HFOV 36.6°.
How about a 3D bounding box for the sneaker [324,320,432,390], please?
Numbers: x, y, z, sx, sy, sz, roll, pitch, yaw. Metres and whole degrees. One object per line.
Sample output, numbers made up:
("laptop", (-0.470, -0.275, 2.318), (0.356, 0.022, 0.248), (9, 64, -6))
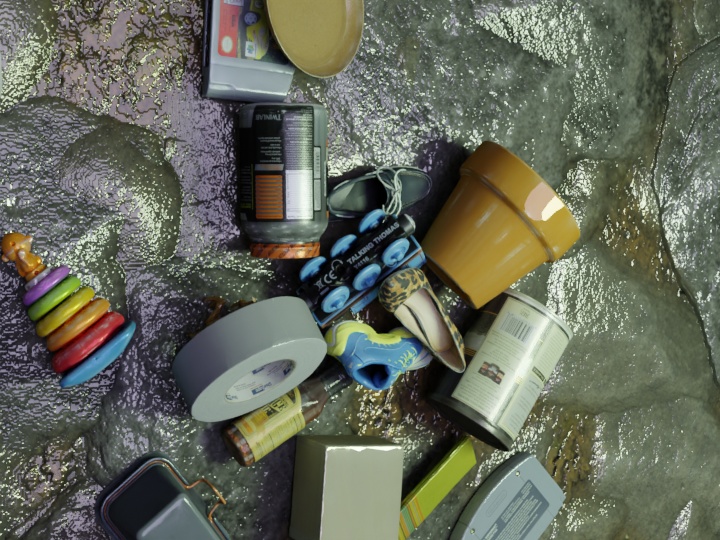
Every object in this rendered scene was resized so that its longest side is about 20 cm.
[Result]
("sneaker", (0.039, 0.136, 1.557), (0.197, 0.106, 0.076), (10, 125, -37))

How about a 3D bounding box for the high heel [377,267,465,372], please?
("high heel", (0.094, 0.073, 1.527), (0.071, 0.200, 0.144), (-37, 72, 7))

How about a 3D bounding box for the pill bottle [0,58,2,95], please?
("pill bottle", (-0.518, -0.239, 1.239), (0.197, 0.112, 0.115), (-9, 99, -27))

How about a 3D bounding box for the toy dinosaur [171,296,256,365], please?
("toy dinosaur", (-0.174, 0.072, 1.442), (0.060, 0.107, 0.200), (31, 123, -23))

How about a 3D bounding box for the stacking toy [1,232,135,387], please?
("stacking toy", (-0.379, 0.037, 1.356), (0.116, 0.110, 0.201), (-38, 99, -7))

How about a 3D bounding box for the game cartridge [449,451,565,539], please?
("game cartridge", (0.232, 0.395, 1.739), (0.200, 0.041, 0.134), (-47, 109, -16))

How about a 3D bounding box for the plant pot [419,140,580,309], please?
("plant pot", (0.188, -0.052, 1.592), (0.183, 0.200, 0.200), (-45, 113, -4))

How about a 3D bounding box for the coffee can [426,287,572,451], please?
("coffee can", (0.211, 0.147, 1.640), (0.146, 0.146, 0.202), (38, 77, -25))

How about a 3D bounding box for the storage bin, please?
("storage bin", (-0.231, 0.352, 1.434), (0.145, 0.134, 0.202), (-40, 112, -18))

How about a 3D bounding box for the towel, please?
("towel", (0.102, 0.340, 1.658), (0.200, 0.018, 0.087), (-43, 146, -19))

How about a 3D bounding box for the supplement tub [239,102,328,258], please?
("supplement tub", (-0.103, -0.121, 1.464), (0.120, 0.122, 0.204), (-2, 96, -27))

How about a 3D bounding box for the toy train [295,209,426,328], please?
("toy train", (0.000, 0.000, 1.530), (0.199, 0.087, 0.114), (-39, 154, -2))

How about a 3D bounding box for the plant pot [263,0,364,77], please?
("plant pot", (-0.067, -0.364, 1.480), (0.198, 0.027, 0.205), (-2, 92, -50))

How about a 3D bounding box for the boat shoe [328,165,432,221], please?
("boat shoe", (0.024, -0.111, 1.565), (0.197, 0.062, 0.077), (-7, 97, -27))

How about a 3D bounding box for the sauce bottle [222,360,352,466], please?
("sauce bottle", (-0.099, 0.195, 1.530), (0.199, 0.066, 0.067), (-34, 109, -23))

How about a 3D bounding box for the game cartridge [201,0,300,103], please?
("game cartridge", (-0.146, -0.330, 1.469), (0.131, 0.041, 0.204), (1, 93, -32))

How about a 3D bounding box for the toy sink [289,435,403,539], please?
("toy sink", (-0.024, 0.343, 1.556), (0.128, 0.112, 0.204), (4, 88, -28))

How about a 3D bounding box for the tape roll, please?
("tape roll", (-0.143, 0.118, 1.422), (0.197, 0.201, 0.067), (-20, 67, -25))
